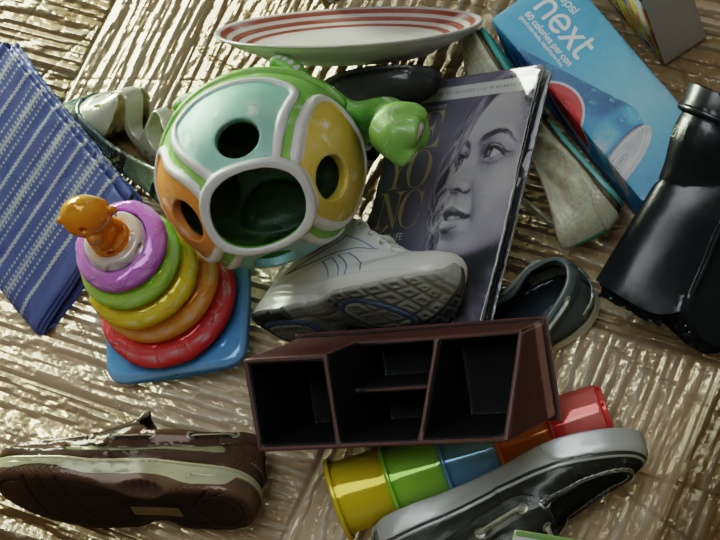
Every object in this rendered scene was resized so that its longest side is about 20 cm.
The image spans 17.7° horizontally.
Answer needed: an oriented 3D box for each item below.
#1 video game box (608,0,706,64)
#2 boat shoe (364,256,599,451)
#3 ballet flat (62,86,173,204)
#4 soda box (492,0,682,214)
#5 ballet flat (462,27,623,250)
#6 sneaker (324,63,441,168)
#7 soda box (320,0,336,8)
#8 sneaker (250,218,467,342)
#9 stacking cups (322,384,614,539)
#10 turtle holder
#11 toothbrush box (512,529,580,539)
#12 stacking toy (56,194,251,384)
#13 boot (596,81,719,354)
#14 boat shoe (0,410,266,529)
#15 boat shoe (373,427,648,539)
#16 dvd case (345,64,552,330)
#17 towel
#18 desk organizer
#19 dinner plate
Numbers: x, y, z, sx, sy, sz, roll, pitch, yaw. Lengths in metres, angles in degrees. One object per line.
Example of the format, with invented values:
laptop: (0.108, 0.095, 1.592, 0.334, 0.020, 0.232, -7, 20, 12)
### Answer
video game box: (0.170, -0.267, 1.677, 0.047, 0.200, 0.182, -33, 59, 1)
boat shoe: (0.076, 0.056, 1.624, 0.200, 0.062, 0.073, -34, 62, 0)
ballet flat: (-0.163, -0.103, 1.763, 0.200, 0.074, 0.074, 32, 77, 32)
soda box: (0.181, -0.122, 1.680, 0.068, 0.064, 0.200, -35, 59, -2)
ballet flat: (0.116, -0.097, 1.688, 0.062, 0.067, 0.200, -38, 59, 6)
sneaker: (-0.017, -0.093, 1.710, 0.200, 0.074, 0.089, -21, 72, 37)
soda box: (0.031, -0.297, 1.813, 0.200, 0.064, 0.068, -33, 59, -1)
sneaker: (0.000, 0.000, 1.630, 0.200, 0.074, 0.087, -7, 57, 47)
stacking cups: (0.076, 0.124, 1.597, 0.200, 0.061, 0.061, -21, 60, 3)
turtle holder: (-0.051, -0.064, 1.607, 0.185, 0.141, 0.132, 7, 21, -4)
toothbrush box: (0.173, 0.240, 1.423, 0.145, 0.200, 0.086, 7, 66, 21)
stacking toy: (-0.164, -0.006, 1.649, 0.116, 0.200, 0.110, -10, 62, 17)
boot: (0.277, -0.020, 1.590, 0.200, 0.076, 0.168, 20, 98, -12)
boat shoe: (-0.162, 0.140, 1.660, 0.202, 0.075, 0.075, 5, 52, 13)
boat shoe: (0.108, 0.169, 1.559, 0.200, 0.071, 0.064, -26, 59, 13)
dvd case: (0.060, -0.047, 1.654, 0.149, 0.016, 0.200, -3, 67, 50)
towel: (-0.256, -0.064, 1.783, 0.145, 0.024, 0.200, -53, 57, 21)
desk organizer: (0.026, 0.079, 1.555, 0.200, 0.077, 0.072, -5, 97, 31)
dinner plate: (-0.009, -0.173, 1.718, 0.200, 0.200, 0.024, 3, 105, 19)
